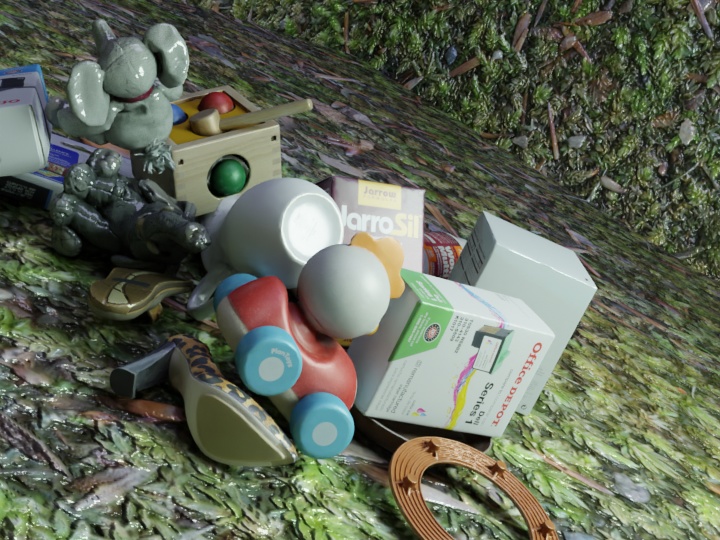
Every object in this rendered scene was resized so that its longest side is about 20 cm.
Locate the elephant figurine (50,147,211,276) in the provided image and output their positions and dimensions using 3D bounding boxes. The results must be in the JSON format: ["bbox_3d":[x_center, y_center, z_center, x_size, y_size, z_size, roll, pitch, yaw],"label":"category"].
[{"bbox_3d":[-0.250,-0.045,1.269,0.198,0.142,0.155,21,31,7],"label":"elephant figurine"}]

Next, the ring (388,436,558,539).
[{"bbox_3d":[0.118,0.236,1.086,0.199,0.019,0.201,26,27,-14],"label":"ring"}]

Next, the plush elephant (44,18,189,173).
[{"bbox_3d":[-0.286,-0.227,1.307,0.164,0.156,0.200,-25,49,-24],"label":"plush elephant"}]

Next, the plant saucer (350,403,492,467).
[{"bbox_3d":[0.055,0.165,1.240,0.199,0.035,0.201,23,18,-8],"label":"plant saucer"}]

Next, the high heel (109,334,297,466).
[{"bbox_3d":[-0.124,0.120,1.053,0.199,0.072,0.142,24,19,17],"label":"high heel"}]

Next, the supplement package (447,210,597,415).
[{"bbox_3d":[0.195,0.055,1.472,0.151,0.201,0.151,23,17,-9],"label":"supplement package"}]

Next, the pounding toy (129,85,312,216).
[{"bbox_3d":[-0.186,-0.172,1.433,0.183,0.143,0.200,-18,36,-27],"label":"pounding toy"}]

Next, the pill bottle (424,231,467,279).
[{"bbox_3d":[0.101,-0.006,1.675,0.109,0.110,0.199,34,20,28],"label":"pill bottle"}]

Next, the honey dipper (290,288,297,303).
[{"bbox_3d":[-0.095,0.007,1.416,0.038,0.038,0.200,8,37,-45],"label":"honey dipper"}]

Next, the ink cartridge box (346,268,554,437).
[{"bbox_3d":[0.096,0.094,1.202,0.199,0.146,0.084,14,20,-34],"label":"ink cartridge box"}]

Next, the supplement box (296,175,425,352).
[{"bbox_3d":[0.000,0.000,1.306,0.130,0.202,0.103,5,-9,-25],"label":"supplement box"}]

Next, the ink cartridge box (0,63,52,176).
[{"bbox_3d":[-0.465,-0.184,1.349,0.144,0.084,0.200,-10,26,-9],"label":"ink cartridge box"}]

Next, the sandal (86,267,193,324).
[{"bbox_3d":[-0.241,0.034,1.166,0.080,0.055,0.200,13,11,6],"label":"sandal"}]

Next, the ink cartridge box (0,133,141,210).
[{"bbox_3d":[-0.384,-0.123,1.454,0.196,0.047,0.200,18,17,-18],"label":"ink cartridge box"}]

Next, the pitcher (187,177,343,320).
[{"bbox_3d":[-0.115,-0.018,1.226,0.121,0.173,0.199,36,-21,-27],"label":"pitcher"}]

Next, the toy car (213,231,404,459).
[{"bbox_3d":[-0.026,0.051,1.101,0.177,0.199,0.184,53,-1,-24],"label":"toy car"}]

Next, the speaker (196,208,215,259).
[{"bbox_3d":[-0.184,-0.045,1.440,0.081,0.082,0.200,14,21,-33],"label":"speaker"}]
